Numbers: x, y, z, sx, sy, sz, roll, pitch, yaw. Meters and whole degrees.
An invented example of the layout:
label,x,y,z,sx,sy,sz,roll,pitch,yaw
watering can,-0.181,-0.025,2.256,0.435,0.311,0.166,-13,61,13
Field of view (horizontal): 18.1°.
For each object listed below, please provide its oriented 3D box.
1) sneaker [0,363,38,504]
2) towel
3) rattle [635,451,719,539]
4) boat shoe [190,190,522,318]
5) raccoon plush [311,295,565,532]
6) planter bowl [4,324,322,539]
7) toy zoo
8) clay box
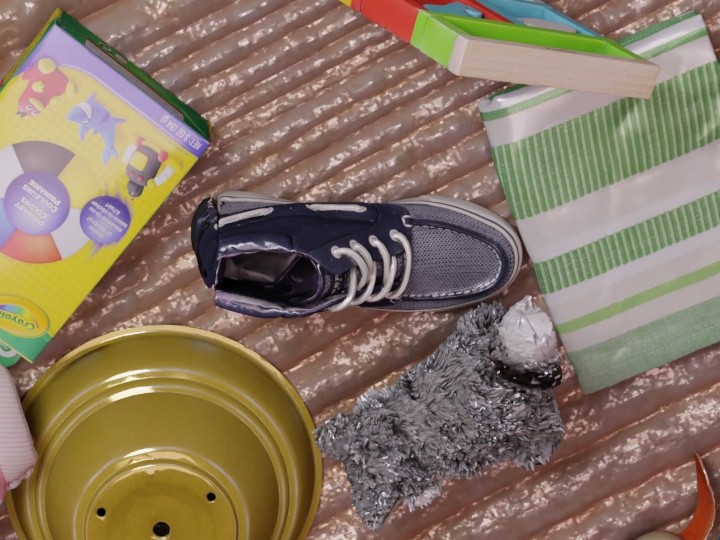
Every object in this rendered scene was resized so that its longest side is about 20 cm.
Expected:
label,x,y,z,sx,sy,sz,roll,pitch,yaw
sneaker,-0.241,0.142,1.346,0.104,0.075,0.201,-11,118,-32
towel,0.169,-0.040,1.360,0.152,0.023,0.201,-22,111,4
rattle,0.209,0.234,1.438,0.143,0.130,0.201,33,78,-25
boat shoe,0.000,0.000,1.323,0.198,0.093,0.075,2,110,-5
raccoon plush,0.039,0.073,1.319,0.133,0.097,0.200,-25,152,-7
planter bowl,-0.120,0.141,1.370,0.199,0.084,0.202,-2,110,-4
toy zoo,0.053,-0.142,1.229,0.131,0.200,0.021,4,112,-35
clay box,-0.191,-0.038,1.319,0.115,0.048,0.200,36,102,-15
